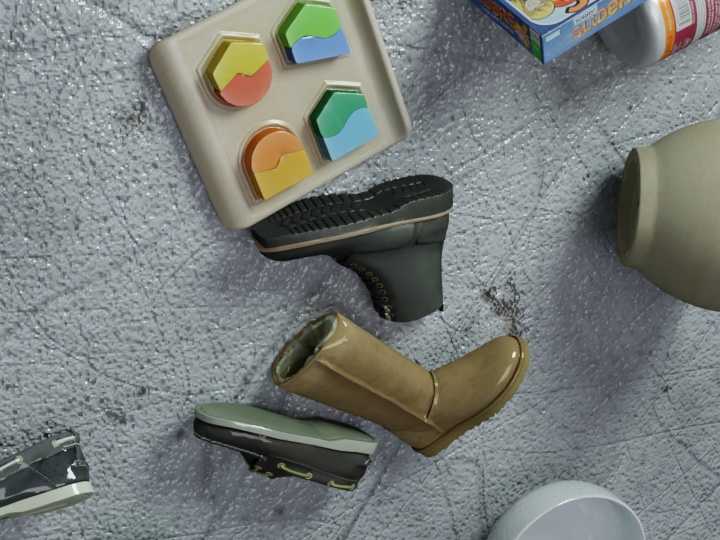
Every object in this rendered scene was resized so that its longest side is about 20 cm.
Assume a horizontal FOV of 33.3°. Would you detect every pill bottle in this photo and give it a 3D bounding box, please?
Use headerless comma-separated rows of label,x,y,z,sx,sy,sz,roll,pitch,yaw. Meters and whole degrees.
pill bottle,0.326,-0.283,1.148,0.199,0.110,0.110,-28,119,-13

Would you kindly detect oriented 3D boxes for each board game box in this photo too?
board game box,0.203,-0.279,1.077,0.199,0.136,0.035,-33,143,-11

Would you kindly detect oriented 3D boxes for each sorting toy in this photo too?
sorting toy,-0.063,-0.154,1.057,0.199,0.036,0.187,-28,119,-13

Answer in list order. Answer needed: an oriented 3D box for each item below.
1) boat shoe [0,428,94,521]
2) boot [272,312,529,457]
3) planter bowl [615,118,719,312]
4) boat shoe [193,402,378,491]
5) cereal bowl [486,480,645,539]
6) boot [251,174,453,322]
boat shoe,-0.338,0.192,1.053,0.198,0.072,0.068,-13,78,-13
boot,0.043,0.093,1.164,0.199,0.066,0.175,32,112,-31
planter bowl,0.331,-0.059,1.205,0.133,0.200,0.203,6,109,2
boat shoe,-0.075,0.172,1.154,0.200,0.072,0.061,16,98,-32
cereal bowl,0.214,0.319,1.339,0.198,0.083,0.202,-9,112,-22
boot,0.000,0.000,1.127,0.198,0.077,0.140,-12,119,-20
